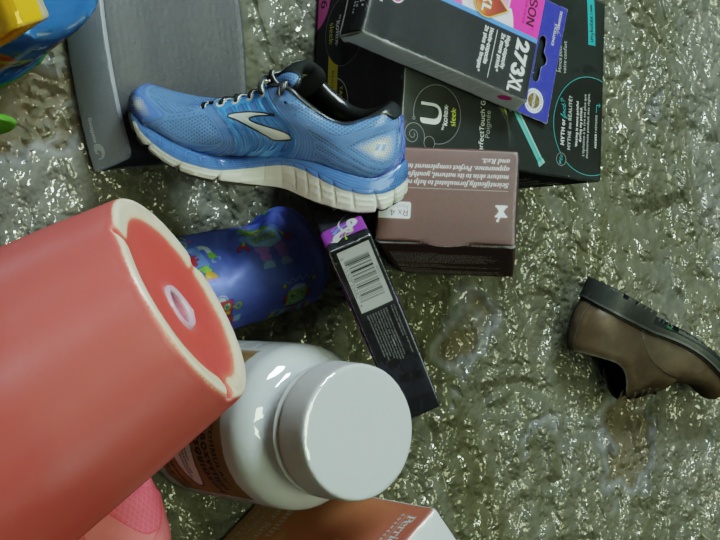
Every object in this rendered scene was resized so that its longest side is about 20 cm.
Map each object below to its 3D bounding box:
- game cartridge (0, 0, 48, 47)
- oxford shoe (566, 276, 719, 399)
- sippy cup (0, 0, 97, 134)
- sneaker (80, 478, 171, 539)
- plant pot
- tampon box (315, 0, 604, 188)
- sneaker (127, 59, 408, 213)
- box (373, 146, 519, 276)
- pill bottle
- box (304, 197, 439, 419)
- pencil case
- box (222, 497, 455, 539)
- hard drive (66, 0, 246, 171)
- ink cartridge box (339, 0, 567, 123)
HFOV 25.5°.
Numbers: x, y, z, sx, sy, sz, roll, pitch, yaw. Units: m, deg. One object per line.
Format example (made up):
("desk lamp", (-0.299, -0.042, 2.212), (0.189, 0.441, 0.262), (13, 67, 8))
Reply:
("game cartridge", (-0.280, -0.212, 0.949), (0.032, 0.176, 0.201), (-30, 98, -44))
("oxford shoe", (0.254, 0.080, 1.422), (0.199, 0.073, 0.085), (27, 90, -31))
("sippy cup", (-0.234, -0.189, 1.025), (0.139, 0.130, 0.179), (-35, 109, -31))
("sneaker", (-0.217, 0.180, 1.081), (0.199, 0.074, 0.087), (1, 75, -40))
("plant pot", (-0.180, 0.061, 0.974), (0.177, 0.201, 0.201), (-31, 112, 9))
("tampon box", (0.077, -0.148, 1.251), (0.199, 0.126, 0.151), (6, 85, -35))
("sneaker", (-0.060, -0.105, 1.075), (0.079, 0.199, 0.090), (-58, 157, -65))
("box", (0.068, -0.041, 1.192), (0.099, 0.200, 0.075), (3, 86, 5))
("pill bottle", (-0.059, 0.106, 1.104), (0.114, 0.200, 0.115), (1, 89, -36))
("box", (0.000, 0.000, 1.142), (0.036, 0.200, 0.144), (-24, 117, -1))
("pencil case", (-0.122, 0.009, 1.137), (0.199, 0.087, 0.078), (-16, 140, -34))
("box", (-0.027, 0.245, 1.125), (0.152, 0.200, 0.107), (-44, 113, -29))
("hard drive", (-0.144, -0.178, 1.143), (0.134, 0.042, 0.201), (-10, 95, -35))
("ink cartridge box", (0.080, -0.182, 1.157), (0.199, 0.037, 0.095), (18, 78, -35))
